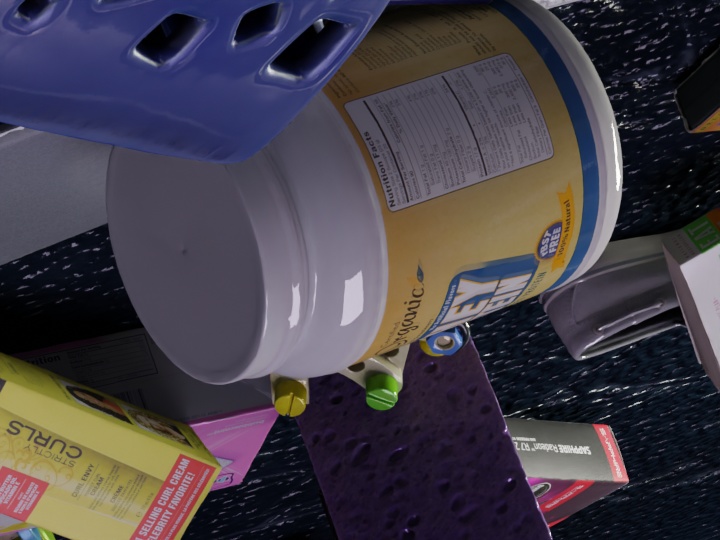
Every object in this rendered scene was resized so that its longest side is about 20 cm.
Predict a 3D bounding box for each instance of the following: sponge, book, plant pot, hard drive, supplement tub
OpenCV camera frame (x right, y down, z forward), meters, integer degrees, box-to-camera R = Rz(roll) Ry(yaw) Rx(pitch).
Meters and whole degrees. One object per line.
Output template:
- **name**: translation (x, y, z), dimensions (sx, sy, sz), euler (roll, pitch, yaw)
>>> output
- **sponge**: translation (0.024, 0.090, 1.640), dimensions (0.111, 0.201, 0.030), euler (-20, 158, -1)
- **book**: translation (0.282, -0.018, 1.726), dimensions (0.199, 0.048, 0.134), euler (-29, 137, -4)
- **plant pot**: translation (-0.068, -0.170, 0.906), dimensions (0.180, 0.201, 0.200), euler (-36, 154, 26)
- **hard drive**: translation (-0.157, -0.048, 1.361), dimensions (0.199, 0.033, 0.140), euler (-21, 160, 4)
- **supplement tub**: translation (0.002, -0.037, 1.307), dimensions (0.199, 0.145, 0.145), euler (-20, 163, -33)

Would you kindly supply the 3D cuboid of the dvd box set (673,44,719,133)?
- **dvd box set**: translation (0.285, -0.126, 1.571), dimensions (0.199, 0.030, 0.146), euler (-8, 157, -32)

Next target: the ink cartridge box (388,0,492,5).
- **ink cartridge box**: translation (0.020, -0.175, 1.187), dimensions (0.199, 0.041, 0.200), euler (-5, 154, -35)

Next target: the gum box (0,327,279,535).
- **gum box**: translation (-0.155, 0.091, 1.667), dimensions (0.199, 0.066, 0.114), euler (-11, 156, -22)

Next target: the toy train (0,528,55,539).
- **toy train**: translation (-0.239, 0.190, 1.843), dimensions (0.115, 0.085, 0.200), euler (-33, 160, -2)

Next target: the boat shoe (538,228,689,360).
- **boat shoe**: translation (0.207, 0.010, 1.794), dimensions (0.199, 0.069, 0.072), euler (-10, 158, -25)

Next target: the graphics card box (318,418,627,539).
- **graphics card box**: translation (0.081, 0.150, 2.042), dimensions (0.125, 0.051, 0.199), euler (-32, 156, 31)

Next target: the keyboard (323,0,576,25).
- **keyboard**: translation (0.076, -0.136, 1.384), dimensions (0.199, 0.011, 0.056), euler (-16, 160, -11)

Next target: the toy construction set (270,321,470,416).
- **toy construction set**: translation (0.000, 0.000, 1.566), dimensions (0.130, 0.093, 0.200), euler (9, 148, -5)

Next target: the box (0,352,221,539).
- **box**: translation (-0.174, 0.092, 1.552), dimensions (0.199, 0.050, 0.075), euler (26, 101, -36)
